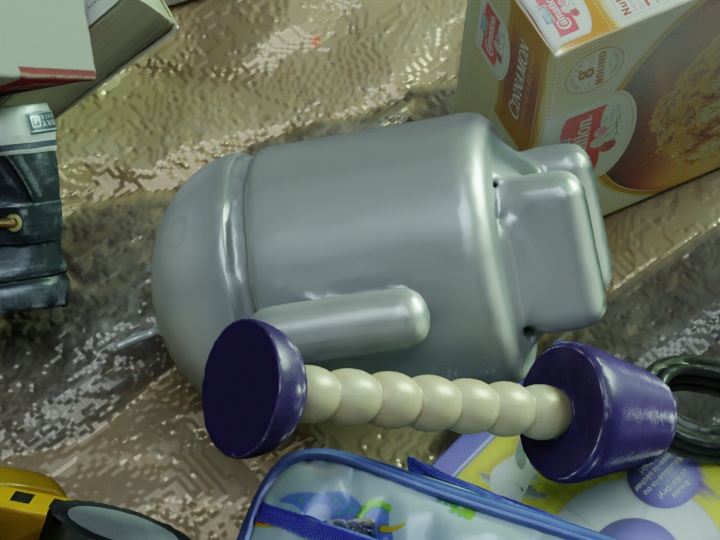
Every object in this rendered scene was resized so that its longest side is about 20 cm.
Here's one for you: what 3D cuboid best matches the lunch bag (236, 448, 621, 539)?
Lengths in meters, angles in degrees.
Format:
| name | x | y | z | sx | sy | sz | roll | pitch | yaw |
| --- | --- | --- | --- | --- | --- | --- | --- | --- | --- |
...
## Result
| name | x | y | z | sx | sy | sz | roll | pitch | yaw |
| --- | --- | --- | --- | --- | --- | --- | --- | --- | --- |
| lunch bag | 0.035 | 0.160 | 1.061 | 0.200 | 0.082 | 0.161 | 19 | 79 | 16 |

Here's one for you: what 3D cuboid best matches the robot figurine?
| name | x | y | z | sx | sy | sz | roll | pitch | yaw |
| --- | --- | --- | --- | --- | --- | --- | --- | --- | --- |
| robot figurine | 0.000 | 0.000 | 1.148 | 0.200 | 0.170 | 0.113 | -9 | 103 | 13 |

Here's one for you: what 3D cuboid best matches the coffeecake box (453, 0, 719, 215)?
| name | x | y | z | sx | sy | sz | roll | pitch | yaw |
| --- | --- | --- | --- | --- | --- | --- | --- | --- | --- |
| coffeecake box | 0.146 | -0.109 | 1.209 | 0.200 | 0.154 | 0.073 | -23 | 63 | -15 |

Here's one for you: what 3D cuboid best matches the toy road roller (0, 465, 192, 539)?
| name | x | y | z | sx | sy | sz | roll | pitch | yaw |
| --- | --- | --- | --- | --- | --- | --- | --- | --- | --- |
| toy road roller | -0.165 | 0.127 | 1.042 | 0.200 | 0.146 | 0.123 | 13 | 99 | -19 |

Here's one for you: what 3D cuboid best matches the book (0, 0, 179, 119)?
| name | x | y | z | sx | sy | sz | roll | pitch | yaw |
| --- | --- | --- | --- | --- | --- | --- | --- | --- | --- |
| book | -0.185 | -0.151 | 1.252 | 0.134 | 0.048 | 0.200 | -36 | 65 | 12 |

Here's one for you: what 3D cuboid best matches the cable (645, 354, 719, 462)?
| name | x | y | z | sx | sy | sz | roll | pitch | yaw |
| --- | --- | --- | --- | --- | --- | --- | --- | --- | --- |
| cable | 0.211 | 0.069 | 1.162 | 0.200 | 0.050 | 0.097 | -9 | 62 | -14 |

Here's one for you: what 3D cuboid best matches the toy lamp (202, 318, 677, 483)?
| name | x | y | z | sx | sy | sz | roll | pitch | yaw |
| --- | --- | --- | --- | --- | --- | --- | --- | --- | --- |
| toy lamp | 0.036 | 0.050 | 1.064 | 0.200 | 0.058 | 0.058 | 8 | 54 | -37 |

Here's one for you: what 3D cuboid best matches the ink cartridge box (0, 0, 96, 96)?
| name | x | y | z | sx | sy | sz | roll | pitch | yaw |
| --- | --- | --- | --- | --- | --- | --- | --- | --- | --- |
| ink cartridge box | -0.231 | -0.101 | 1.146 | 0.200 | 0.145 | 0.083 | -9 | 91 | 20 |

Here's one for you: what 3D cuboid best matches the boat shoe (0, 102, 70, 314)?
| name | x | y | z | sx | sy | sz | roll | pitch | yaw |
| --- | --- | --- | --- | --- | --- | --- | --- | --- | --- |
| boat shoe | -0.221 | -0.014 | 1.184 | 0.200 | 0.071 | 0.091 | -7 | 92 | 14 |

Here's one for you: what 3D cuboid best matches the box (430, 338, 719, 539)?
| name | x | y | z | sx | sy | sz | roll | pitch | yaw |
| --- | --- | --- | --- | --- | --- | --- | --- | --- | --- |
| box | 0.117 | 0.133 | 1.131 | 0.200 | 0.048 | 0.117 | 39 | 66 | 16 |

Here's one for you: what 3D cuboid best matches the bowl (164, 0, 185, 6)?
| name | x | y | z | sx | sy | sz | roll | pitch | yaw |
| --- | --- | --- | --- | --- | --- | --- | --- | --- | --- |
| bowl | -0.078 | -0.236 | 1.318 | 0.200 | 0.075 | 0.200 | -22 | 62 | -16 |
